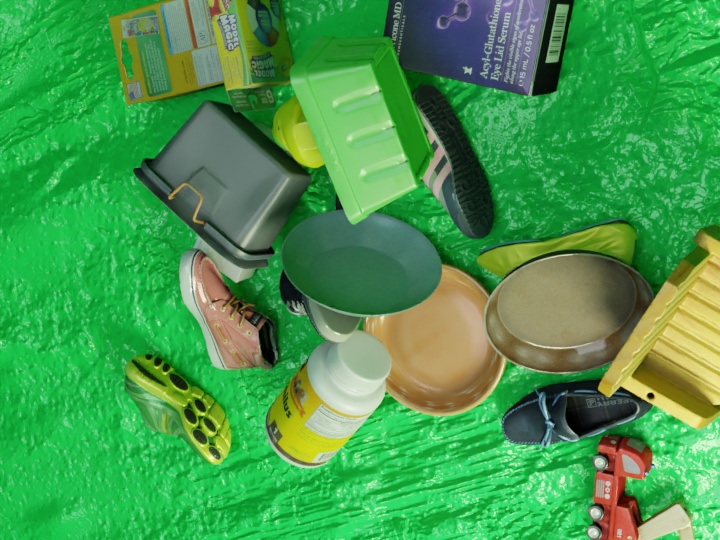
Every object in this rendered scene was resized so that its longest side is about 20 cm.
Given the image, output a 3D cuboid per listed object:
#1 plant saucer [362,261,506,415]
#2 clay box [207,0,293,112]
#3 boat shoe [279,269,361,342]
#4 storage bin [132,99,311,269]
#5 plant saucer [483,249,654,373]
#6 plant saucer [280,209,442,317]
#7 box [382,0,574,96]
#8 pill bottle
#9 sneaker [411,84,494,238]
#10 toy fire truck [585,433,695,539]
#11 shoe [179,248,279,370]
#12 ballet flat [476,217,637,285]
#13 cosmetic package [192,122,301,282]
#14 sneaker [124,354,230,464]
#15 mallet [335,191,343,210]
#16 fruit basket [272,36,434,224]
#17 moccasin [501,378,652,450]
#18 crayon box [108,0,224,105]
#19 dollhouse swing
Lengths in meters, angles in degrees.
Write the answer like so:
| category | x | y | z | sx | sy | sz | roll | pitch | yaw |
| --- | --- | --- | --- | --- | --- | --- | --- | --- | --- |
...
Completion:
| category | x | y | z | sx | sy | sz | roll | pitch | yaw |
| --- | --- | --- | --- | --- | --- | --- | --- | --- | --- |
| plant saucer | 0.098 | 0.085 | 1.540 | 0.199 | 0.037 | 0.201 | 6 | 103 | 26 |
| clay box | -0.140 | -0.307 | 1.540 | 0.047 | 0.115 | 0.201 | -10 | 96 | 28 |
| boat shoe | -0.056 | 0.039 | 1.545 | 0.074 | 0.200 | 0.093 | 23 | 124 | -23 |
| storage bin | -0.170 | -0.118 | 1.530 | 0.200 | 0.145 | 0.135 | 41 | 104 | 13 |
| plant saucer | 0.243 | 0.043 | 1.409 | 0.199 | 0.035 | 0.201 | 1 | 134 | 1 |
| plant saucer | 0.000 | 0.000 | 1.484 | 0.200 | 0.201 | 0.039 | 26 | 134 | 20 |
| box | 0.138 | -0.296 | 1.409 | 0.199 | 0.104 | 0.149 | 15 | 107 | 23 |
| pill bottle | -0.040 | 0.164 | 1.558 | 0.109 | 0.109 | 0.200 | 47 | 132 | 11 |
| sneaker | 0.098 | -0.125 | 1.492 | 0.082 | 0.070 | 0.201 | -26 | 85 | 45 |
| toy fire truck | 0.347 | 0.305 | 1.451 | 0.140 | 0.049 | 0.201 | 8 | 103 | 25 |
| shoe | -0.173 | 0.054 | 1.625 | 0.091 | 0.072 | 0.201 | 1 | 128 | 23 |
| ballet flat | 0.232 | -0.010 | 1.433 | 0.199 | 0.067 | 0.067 | -13 | 68 | 25 |
| cosmetic package | -0.150 | -0.092 | 1.623 | 0.082 | 0.051 | 0.201 | 32 | 112 | 15 |
| sneaker | -0.263 | 0.205 | 1.735 | 0.200 | 0.074 | 0.084 | 43 | 135 | 14 |
| mallet | -0.017 | -0.155 | 1.557 | 0.041 | 0.066 | 0.201 | 15 | 121 | 27 |
| fruit basket | -0.034 | -0.169 | 1.431 | 0.215 | 0.156 | 0.216 | 9 | 122 | 14 |
| moccasin | 0.255 | 0.168 | 1.459 | 0.199 | 0.068 | 0.081 | -24 | 89 | 28 |
| crayon box | -0.236 | -0.304 | 1.624 | 0.199 | 0.052 | 0.126 | -8 | 96 | 27 |
| dollhouse swing | 0.374 | 0.079 | 1.299 | 0.181 | 0.176 | 0.201 | 30 | 111 | 2 |
